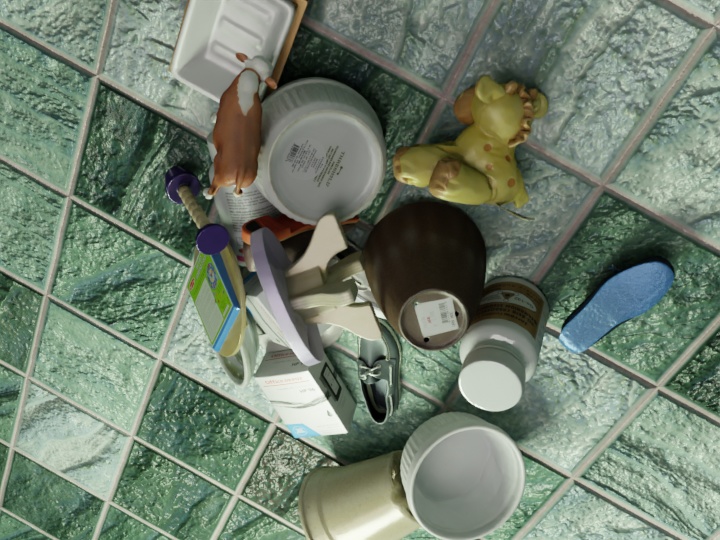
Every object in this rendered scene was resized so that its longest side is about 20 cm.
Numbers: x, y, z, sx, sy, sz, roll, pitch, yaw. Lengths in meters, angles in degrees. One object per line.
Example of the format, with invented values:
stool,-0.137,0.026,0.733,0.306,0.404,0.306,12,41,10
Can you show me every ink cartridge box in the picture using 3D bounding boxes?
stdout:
ink cartridge box,-0.119,0.058,1.355,0.116,0.067,0.200,52,164,-15
ink cartridge box,-0.103,0.197,1.521,0.116,0.068,0.200,-12,124,27

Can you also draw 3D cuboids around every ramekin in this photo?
ramekin,0.161,0.329,1.444,0.199,0.105,0.201,-3,104,-13
ramekin,-0.056,-0.156,1.210,0.199,0.105,0.201,-5,115,-11

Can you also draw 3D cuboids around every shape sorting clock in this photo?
shape sorting clock,-0.219,0.034,1.363,0.200,0.039,0.201,29,125,51

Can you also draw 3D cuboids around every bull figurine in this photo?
bull figurine,-0.161,-0.186,1.149,0.065,0.201,0.121,15,157,-19

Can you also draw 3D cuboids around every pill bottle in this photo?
pill bottle,0.206,0.106,1.274,0.114,0.200,0.115,10,124,14
pill bottle,-0.165,-0.117,1.326,0.113,0.113,0.201,3,123,19

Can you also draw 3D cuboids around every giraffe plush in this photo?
giraffe plush,0.161,-0.174,1.153,0.199,0.172,0.163,21,106,20

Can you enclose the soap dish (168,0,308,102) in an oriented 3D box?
soap dish,-0.167,-0.326,1.209,0.157,0.081,0.200,29,128,1

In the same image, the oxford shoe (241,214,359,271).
oxford shoe,-0.090,-0.050,1.304,0.071,0.199,0.073,36,130,45

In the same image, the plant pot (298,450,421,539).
plant pot,0.023,0.412,1.555,0.183,0.201,0.201,-32,106,29

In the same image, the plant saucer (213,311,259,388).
plant saucer,-0.216,0.099,1.487,0.200,0.050,0.201,47,148,43

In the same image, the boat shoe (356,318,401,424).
boat shoe,0.029,0.170,1.471,0.073,0.062,0.201,3,123,19

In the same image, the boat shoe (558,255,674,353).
boat shoe,0.360,0.037,1.256,0.084,0.069,0.200,49,125,-4

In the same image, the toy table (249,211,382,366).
toy table,-0.056,0.022,1.186,0.117,0.184,0.200,-20,115,10

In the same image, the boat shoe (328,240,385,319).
boat shoe,0.000,0.000,1.370,0.200,0.072,0.066,38,131,4

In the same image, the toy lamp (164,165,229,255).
toy lamp,-0.255,-0.098,1.340,0.058,0.200,0.058,-17,133,-19

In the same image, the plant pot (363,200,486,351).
plant pot,0.097,0.024,1.231,0.186,0.200,0.188,0,114,0

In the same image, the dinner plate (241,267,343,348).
dinner plate,-0.121,0.062,1.484,0.199,0.024,0.201,9,125,14
